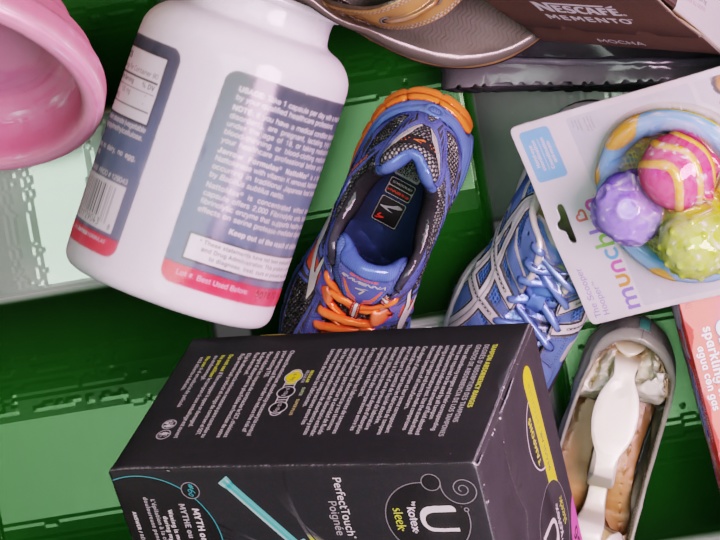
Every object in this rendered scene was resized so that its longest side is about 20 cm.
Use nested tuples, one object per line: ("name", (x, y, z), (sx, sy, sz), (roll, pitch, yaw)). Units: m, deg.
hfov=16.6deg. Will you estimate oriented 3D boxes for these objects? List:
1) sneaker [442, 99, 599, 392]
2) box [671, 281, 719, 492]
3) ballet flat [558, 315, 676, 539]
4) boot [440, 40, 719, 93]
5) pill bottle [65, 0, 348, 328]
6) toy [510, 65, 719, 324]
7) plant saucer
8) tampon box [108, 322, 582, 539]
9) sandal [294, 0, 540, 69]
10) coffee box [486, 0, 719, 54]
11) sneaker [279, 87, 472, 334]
("sneaker", (0.094, 0.002, 1.343), (0.075, 0.077, 0.201), (19, 97, 1))
("box", (0.223, 0.042, 1.326), (0.095, 0.100, 0.201), (-15, 93, 5))
("ballet flat", (0.126, 0.123, 1.357), (0.067, 0.064, 0.201), (14, 96, 3))
("boot", (0.122, -0.199, 1.337), (0.164, 0.066, 0.202), (0, 90, 2))
("pill bottle", (-0.073, -0.081, 1.328), (0.119, 0.120, 0.201), (20, 95, 2))
("toy", (0.168, -0.036, 1.223), (0.199, 0.047, 0.116), (-16, 104, 35))
("plant saucer", (-0.232, -0.119, 1.312), (0.199, 0.201, 0.051), (4, 64, 4))
("tampon box", (-0.002, 0.124, 1.286), (0.199, 0.126, 0.151), (-2, 121, 21))
("sandal", (0.015, -0.161, 1.263), (0.199, 0.055, 0.082), (21, 82, -18))
("coffee box", (0.142, -0.217, 1.238), (0.112, 0.080, 0.201), (7, 78, 35))
("sneaker", (0.000, 0.000, 1.332), (0.075, 0.078, 0.201), (18, 110, 3))
